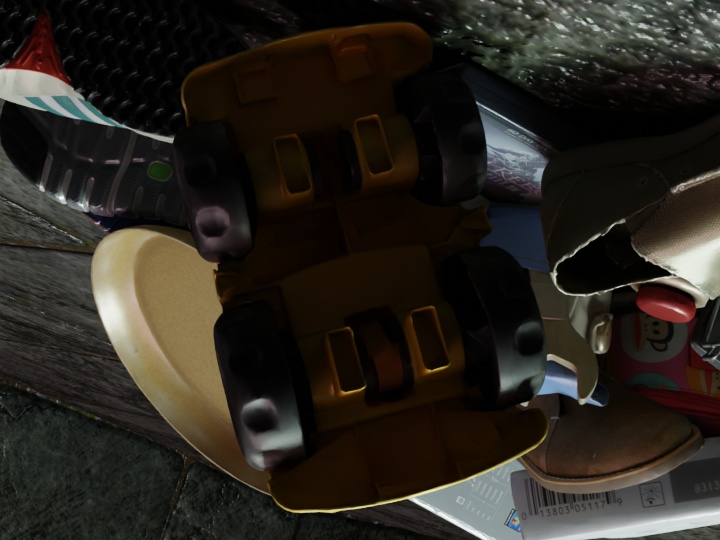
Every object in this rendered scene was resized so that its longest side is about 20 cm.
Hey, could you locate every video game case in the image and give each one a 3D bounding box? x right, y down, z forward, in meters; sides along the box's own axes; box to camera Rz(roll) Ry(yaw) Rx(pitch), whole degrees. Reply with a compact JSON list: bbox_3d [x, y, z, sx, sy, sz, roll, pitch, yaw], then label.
[{"bbox_3d":[0.053,-0.056,0.754,0.142,0.019,0.200,25,166,-26],"label":"video game case"}]

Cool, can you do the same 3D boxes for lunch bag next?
[{"bbox_3d":[0.231,0.082,0.899,0.199,0.082,0.176,13,158,-16],"label":"lunch bag"}]

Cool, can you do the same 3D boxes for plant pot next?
[{"bbox_3d":[-0.079,0.051,0.833,0.199,0.027,0.201,30,144,25],"label":"plant pot"}]

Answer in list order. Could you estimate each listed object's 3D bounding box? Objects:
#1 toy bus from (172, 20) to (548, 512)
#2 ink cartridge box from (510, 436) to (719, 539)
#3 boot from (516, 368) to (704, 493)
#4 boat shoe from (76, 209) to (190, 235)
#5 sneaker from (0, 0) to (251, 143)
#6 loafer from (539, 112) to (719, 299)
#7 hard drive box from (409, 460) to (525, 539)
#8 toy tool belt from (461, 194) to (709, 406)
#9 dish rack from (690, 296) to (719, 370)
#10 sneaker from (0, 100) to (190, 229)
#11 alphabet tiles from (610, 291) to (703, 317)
[{"bbox_3d":[-0.008,0.008,0.668,0.135,0.201,0.192,-14,173,-8],"label":"toy bus"},{"bbox_3d":[0.207,0.135,0.876,0.162,0.057,0.200,-15,169,28],"label":"ink cartridge box"},{"bbox_3d":[0.115,0.074,0.809,0.200,0.073,0.076,8,121,63],"label":"boot"},{"bbox_3d":[-0.122,-0.017,0.939,0.200,0.072,0.072,51,-178,4],"label":"boat shoe"},{"bbox_3d":[-0.133,-0.110,0.715,0.198,0.071,0.093,14,-176,10],"label":"sneaker"},{"bbox_3d":[0.158,-0.025,0.607,0.076,0.068,0.199,26,157,-32],"label":"loafer"},{"bbox_3d":[0.019,0.104,0.978,0.199,0.077,0.156,30,176,-22],"label":"hard drive box"},{"bbox_3d":[0.087,0.032,0.753,0.199,0.124,0.125,8,164,34],"label":"toy tool belt"},{"bbox_3d":[0.229,0.054,0.604,0.153,0.055,0.200,34,176,0],"label":"dish rack"},{"bbox_3d":[-0.118,-0.056,0.867,0.199,0.075,0.115,22,180,17],"label":"sneaker"},{"bbox_3d":[0.127,0.042,0.928,0.198,0.008,0.167,-2,162,6],"label":"alphabet tiles"}]
